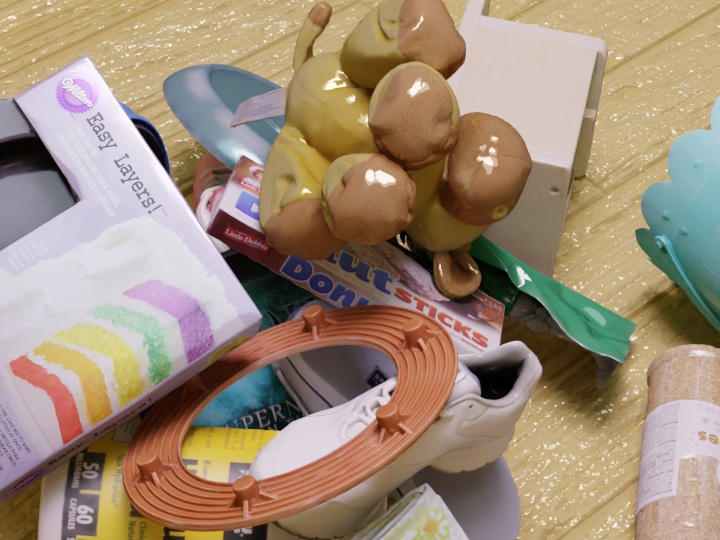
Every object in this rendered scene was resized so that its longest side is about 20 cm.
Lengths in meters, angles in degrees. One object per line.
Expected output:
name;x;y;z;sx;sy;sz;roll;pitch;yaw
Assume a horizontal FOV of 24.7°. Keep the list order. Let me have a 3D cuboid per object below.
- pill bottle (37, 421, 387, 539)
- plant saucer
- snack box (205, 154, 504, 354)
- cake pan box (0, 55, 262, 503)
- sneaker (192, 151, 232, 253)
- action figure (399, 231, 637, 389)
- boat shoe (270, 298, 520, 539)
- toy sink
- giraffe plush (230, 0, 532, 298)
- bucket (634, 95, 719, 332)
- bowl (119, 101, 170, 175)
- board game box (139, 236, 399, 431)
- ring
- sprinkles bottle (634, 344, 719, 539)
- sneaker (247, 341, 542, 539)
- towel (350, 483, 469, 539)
pill bottle;-0.085;0.149;0.981;0.199;0.112;0.112;3;47;-1
plant saucer;-0.050;-0.092;1.183;0.200;0.027;0.200;31;19;-12
snack box;0.000;0.000;1.038;0.199;0.024;0.072;30;32;-8
cake pan box;-0.183;0.000;0.939;0.184;0.052;0.200;-31;81;-13
sneaker;-0.081;-0.045;1.167;0.075;0.105;0.201;-6;47;-5
action figure;0.092;0.007;1.121;0.200;0.055;0.118;34;7;5
boat shoe;0.021;0.103;1.043;0.074;0.065;0.200;-40;91;-33
toy sink;0.116;-0.104;1.217;0.111;0.131;0.200;11;46;7
giraffe plush;0.032;-0.065;1.021;0.200;0.162;0.173;19;83;59
bucket;0.307;-0.035;1.120;0.207;0.208;0.135;-24;55;-23
bowl;-0.182;-0.014;1.064;0.039;0.201;0.201;17;48;16
board game box;-0.055;0.046;1.075;0.199;0.136;0.028;-20;9;-21
ring;-0.042;0.073;0.911;0.200;0.019;0.201;-18;26;9
sprinkles bottle;0.207;0.140;1.035;0.068;0.068;0.201;9;47;5
sneaker;0.020;0.086;0.931;0.199;0.087;0.075;-22;65;-37
towel;0.026;0.240;0.881;0.171;0.048;0.201;-35;97;-28
